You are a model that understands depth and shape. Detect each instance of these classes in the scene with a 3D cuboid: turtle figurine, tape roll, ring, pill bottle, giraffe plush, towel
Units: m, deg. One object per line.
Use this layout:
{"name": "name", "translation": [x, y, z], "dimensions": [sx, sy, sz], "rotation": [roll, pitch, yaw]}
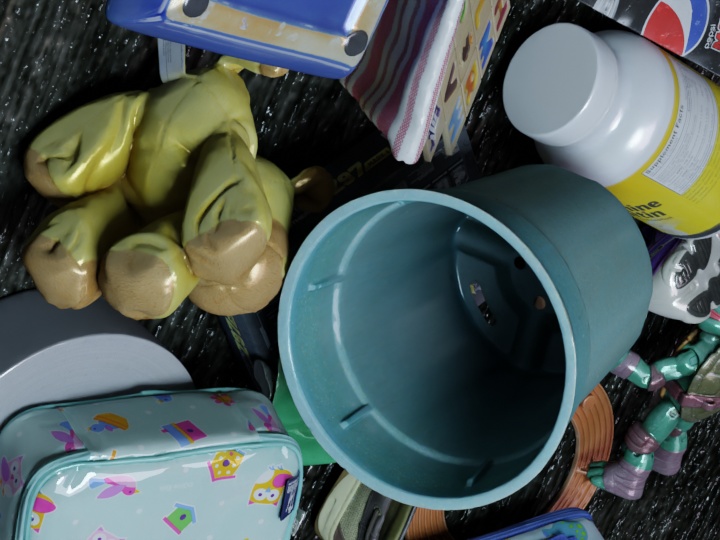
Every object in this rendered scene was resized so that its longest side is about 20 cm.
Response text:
{"name": "turtle figurine", "translation": [0.242, 0.075, 1.863], "dimensions": [0.149, 0.101, 0.201], "rotation": [-5, 125, -39]}
{"name": "tape roll", "translation": [-0.202, 0.112, 1.547], "dimensions": [0.200, 0.066, 0.201], "rotation": [-21, 130, -27]}
{"name": "ring", "translation": [0.120, 0.162, 1.880], "dimensions": [0.200, 0.019, 0.201], "rotation": [-20, 129, -27]}
{"name": "pill bottle", "translation": [0.189, -0.100, 1.688], "dimensions": [0.200, 0.112, 0.112], "rotation": [23, 102, -45]}
{"name": "giraffe plush", "translation": [-0.099, -0.039, 1.490], "dimensions": [0.162, 0.172, 0.201], "rotation": [56, 44, -56]}
{"name": "towel", "translation": [0.009, -0.169, 1.432], "dimensions": [0.030, 0.200, 0.147], "rotation": [1, 119, -23]}

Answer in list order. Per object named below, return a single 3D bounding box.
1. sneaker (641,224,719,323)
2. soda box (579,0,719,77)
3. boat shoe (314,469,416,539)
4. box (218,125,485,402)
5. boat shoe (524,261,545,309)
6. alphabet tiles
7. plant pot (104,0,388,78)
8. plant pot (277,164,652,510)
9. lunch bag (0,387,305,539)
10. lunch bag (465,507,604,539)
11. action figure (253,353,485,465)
{"name": "sneaker", "translation": [0.259, -0.039, 1.822], "dimensions": [0.200, 0.083, 0.081], "rotation": [-40, 122, -34]}
{"name": "soda box", "translation": [0.199, -0.193, 1.661], "dimensions": [0.200, 0.071, 0.063], "rotation": [20, 103, -45]}
{"name": "boat shoe", "translation": [0.039, 0.130, 1.736], "dimensions": [0.073, 0.065, 0.200], "rotation": [-19, 144, -53]}
{"name": "box", "translation": [0.000, 0.000, 1.646], "dimensions": [0.200, 0.051, 0.158], "rotation": [-37, 135, -15]}
{"name": "boat shoe", "translation": [0.148, 0.028, 1.725], "dimensions": [0.075, 0.072, 0.200], "rotation": [1, 141, -9]}
{"name": "alphabet tiles", "translation": [0.066, -0.174, 1.519], "dimensions": [0.167, 0.006, 0.200], "rotation": [77, 29, -51]}
{"name": "plant pot", "translation": [-0.069, -0.223, 1.342], "dimensions": [0.200, 0.180, 0.200], "rotation": [11, 111, -42]}
{"name": "plant pot", "translation": [0.083, 0.025, 1.540], "dimensions": [0.196, 0.200, 0.201], "rotation": [-27, 138, -57]}
{"name": "lunch bag", "translation": [-0.133, 0.159, 1.521], "dimensions": [0.199, 0.077, 0.161], "rotation": [-3, 120, -28]}
{"name": "lunch bag", "translation": [0.099, 0.265, 1.864], "dimensions": [0.199, 0.083, 0.161], "rotation": [-16, 143, -25]}
{"name": "action figure", "translation": [0.019, 0.087, 1.636], "dimensions": [0.199, 0.055, 0.118], "rotation": [0, 123, -30]}
